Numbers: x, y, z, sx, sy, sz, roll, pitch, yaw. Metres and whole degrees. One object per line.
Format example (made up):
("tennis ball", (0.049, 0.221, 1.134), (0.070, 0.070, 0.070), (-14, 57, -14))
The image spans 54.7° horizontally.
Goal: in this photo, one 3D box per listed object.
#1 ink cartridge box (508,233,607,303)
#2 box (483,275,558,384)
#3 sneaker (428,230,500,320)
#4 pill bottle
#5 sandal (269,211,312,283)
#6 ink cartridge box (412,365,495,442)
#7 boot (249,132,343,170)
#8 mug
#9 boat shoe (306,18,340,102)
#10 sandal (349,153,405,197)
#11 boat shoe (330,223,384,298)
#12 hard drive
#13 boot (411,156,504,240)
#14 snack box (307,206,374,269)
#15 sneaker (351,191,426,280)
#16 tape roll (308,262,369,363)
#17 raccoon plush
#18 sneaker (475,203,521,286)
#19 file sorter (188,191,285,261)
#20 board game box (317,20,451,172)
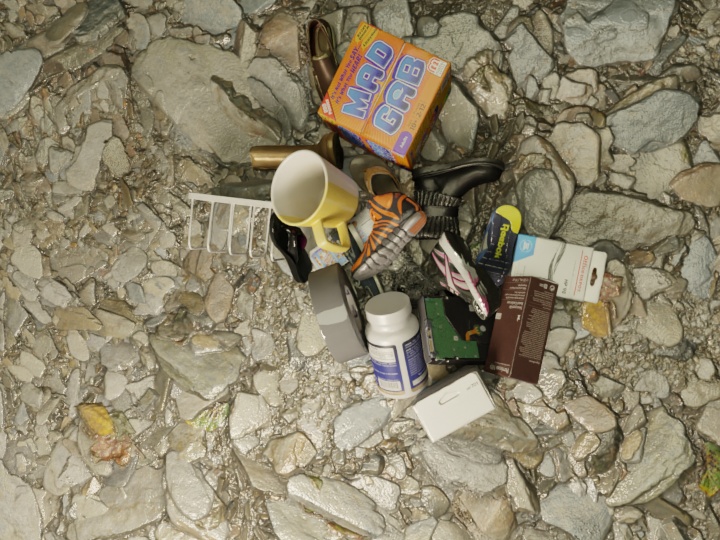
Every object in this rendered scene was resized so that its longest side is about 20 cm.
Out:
("ink cartridge box", (0.415, -0.003, 1.460), (0.197, 0.067, 0.117), (11, 91, 8))
("box", (0.315, 0.114, 1.372), (0.074, 0.100, 0.203), (14, 84, -20))
("sneaker", (0.209, 0.020, 1.432), (0.086, 0.080, 0.201), (-46, 57, 36))
("pill bottle", (0.073, 0.154, 1.443), (0.114, 0.116, 0.202), (-8, 116, 7))
("sandal", (-0.135, -0.053, 1.476), (0.047, 0.201, 0.076), (6, 53, 27))
("ink cartridge box", (0.190, 0.263, 1.420), (0.145, 0.200, 0.087), (-30, 86, 6))
("boot", (-0.140, -0.246, 1.487), (0.197, 0.175, 0.067), (1, 82, 4))
("mug", (-0.083, -0.136, 1.431), (0.148, 0.153, 0.189), (8, 87, 35))
("boat shoe", (-0.083, -0.451, 1.525), (0.074, 0.075, 0.205), (-15, 85, 18))
("sandal", (0.044, -0.183, 1.500), (0.080, 0.054, 0.201), (-36, 64, 5))
("boat shoe", (0.000, 0.000, 1.499), (0.061, 0.075, 0.202), (-26, 105, 1))
("hard drive", (0.218, 0.125, 1.434), (0.198, 0.038, 0.141), (3, 64, -23))
("boot", (0.208, -0.147, 1.482), (0.208, 0.079, 0.160), (-7, 81, 18))
("snack box", (-0.020, -0.068, 1.541), (0.199, 0.024, 0.072), (-37, 86, 5))
("sneaker", (0.036, -0.078, 1.445), (0.200, 0.078, 0.112), (-44, 67, 4))
("tape roll", (-0.044, 0.088, 1.453), (0.065, 0.200, 0.203), (-19, 87, 6))
("raccoon plush", (0.131, 0.007, 1.510), (0.198, 0.097, 0.136), (8, 74, -23))
("sneaker", (0.289, -0.050, 1.480), (0.073, 0.082, 0.202), (18, 111, -1))
("file sorter", (-0.262, -0.096, 1.518), (0.197, 0.139, 0.126), (8, 93, 8))
("board game box", (0.057, -0.351, 1.446), (0.198, 0.200, 0.202), (27, 92, 7))
